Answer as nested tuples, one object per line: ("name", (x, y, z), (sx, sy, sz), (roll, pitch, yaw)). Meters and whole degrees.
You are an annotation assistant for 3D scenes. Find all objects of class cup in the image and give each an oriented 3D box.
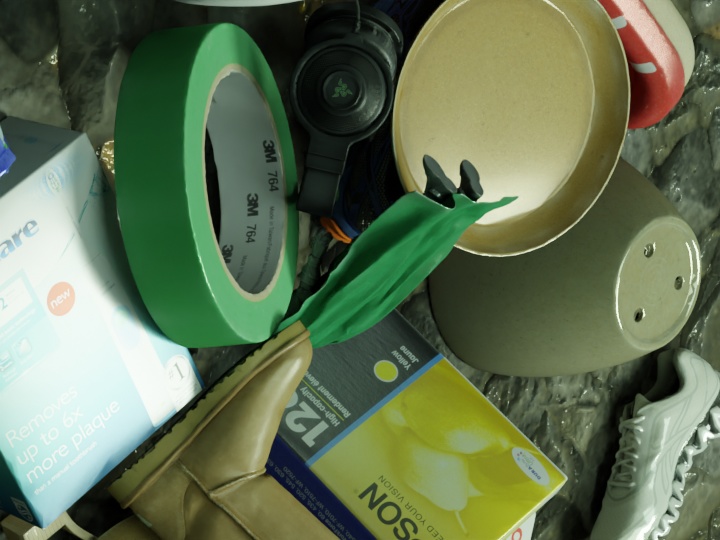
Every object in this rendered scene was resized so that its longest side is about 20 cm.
("cup", (0.171, -0.005, 1.566), (0.200, 0.143, 0.201), (-13, 110, -42))

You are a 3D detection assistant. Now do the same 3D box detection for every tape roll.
("tape roll", (-0.092, -0.053, 1.295), (0.200, 0.048, 0.201), (-4, 90, -73))

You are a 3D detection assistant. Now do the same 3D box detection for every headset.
("headset", (0.005, -0.126, 1.328), (0.124, 0.094, 0.200), (-80, -178, -60))

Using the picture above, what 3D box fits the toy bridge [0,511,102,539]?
("toy bridge", (-0.174, 0.227, 1.376), (0.067, 0.027, 0.200), (-40, 127, -31))

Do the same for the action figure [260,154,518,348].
("action figure", (0.000, 0.000, 1.376), (0.200, 0.055, 0.118), (-42, 152, 29))

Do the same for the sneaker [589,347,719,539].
("sneaker", (0.240, 0.154, 1.736), (0.081, 0.075, 0.200), (43, 68, -27))

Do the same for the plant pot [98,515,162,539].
("plant pot", (-0.135, 0.258, 1.384), (0.200, 0.027, 0.200), (-17, 114, -44))

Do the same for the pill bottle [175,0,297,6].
("pill bottle", (-0.074, -0.270, 1.277), (0.112, 0.112, 0.200), (-17, 113, -40))

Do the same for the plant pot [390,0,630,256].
("plant pot", (0.099, -0.110, 1.425), (0.200, 0.027, 0.200), (-9, 107, -31))

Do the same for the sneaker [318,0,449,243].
("sneaker", (0.036, -0.111, 1.451), (0.075, 0.078, 0.200), (10, 94, -46))

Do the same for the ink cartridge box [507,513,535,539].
("ink cartridge box", (0.025, 0.230, 1.529), (0.200, 0.084, 0.146), (9, 95, -44))

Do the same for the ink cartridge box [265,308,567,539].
("ink cartridge box", (0.007, 0.136, 1.421), (0.200, 0.198, 0.047), (-37, 166, -35))

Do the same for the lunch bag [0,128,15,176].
("lunch bag", (-0.275, -0.126, 1.060), (0.127, 0.200, 0.170), (-46, 128, -25))

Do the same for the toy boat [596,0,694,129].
("toy boat", (0.153, -0.169, 1.520), (0.131, 0.130, 0.200), (-51, 131, -8))

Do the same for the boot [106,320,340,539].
("boot", (-0.039, 0.158, 1.337), (0.175, 0.066, 0.200), (-44, 92, 4))

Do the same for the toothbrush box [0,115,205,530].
("toothbrush box", (-0.202, 0.030, 1.255), (0.146, 0.085, 0.200), (-41, 125, -30))
